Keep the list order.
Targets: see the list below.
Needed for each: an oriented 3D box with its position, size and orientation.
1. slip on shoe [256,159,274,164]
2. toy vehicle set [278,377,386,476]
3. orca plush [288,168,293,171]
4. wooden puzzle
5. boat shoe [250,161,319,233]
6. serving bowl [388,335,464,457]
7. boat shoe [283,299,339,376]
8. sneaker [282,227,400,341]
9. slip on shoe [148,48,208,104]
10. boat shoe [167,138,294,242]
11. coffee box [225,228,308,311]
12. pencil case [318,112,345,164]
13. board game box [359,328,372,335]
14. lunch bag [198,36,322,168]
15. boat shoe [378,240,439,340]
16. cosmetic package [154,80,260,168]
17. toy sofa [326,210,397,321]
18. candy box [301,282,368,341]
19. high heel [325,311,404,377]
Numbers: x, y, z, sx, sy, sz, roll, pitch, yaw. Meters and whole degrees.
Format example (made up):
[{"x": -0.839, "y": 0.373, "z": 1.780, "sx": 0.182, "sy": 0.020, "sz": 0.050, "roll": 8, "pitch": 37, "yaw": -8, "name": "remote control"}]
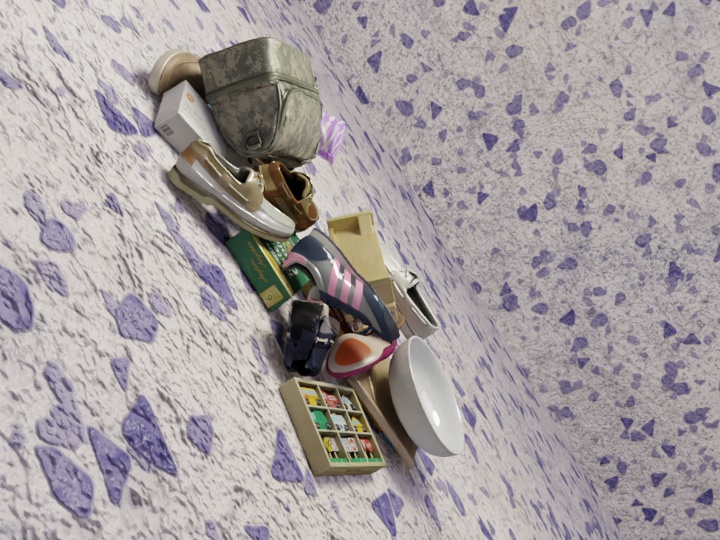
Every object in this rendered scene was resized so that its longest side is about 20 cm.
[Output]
[{"x": -0.183, "y": -0.239, "z": 1.418, "sx": 0.061, "sy": 0.075, "sz": 0.202, "roll": 85, "pitch": -11, "yaw": -65, "name": "slip on shoe"}, {"x": -0.034, "y": 0.215, "z": 1.112, "sx": 0.125, "sy": 0.026, "sz": 0.200, "roll": 64, "pitch": 14, "yaw": 21, "name": "toy vehicle set"}, {"x": -0.160, "y": -0.205, "z": 1.546, "sx": 0.104, "sy": 0.072, "sz": 0.201, "roll": 8, "pitch": 25, "yaw": -11, "name": "orca plush"}, {"x": 0.041, "y": 0.212, "z": 1.356, "sx": 0.186, "sy": 0.037, "sz": 0.200, "roll": 56, "pitch": 17, "yaw": -11, "name": "wooden puzzle"}, {"x": -0.106, "y": -0.113, "z": 1.254, "sx": 0.200, "sy": 0.073, "sz": 0.077, "roll": 25, "pitch": 45, "yaw": -66, "name": "boat shoe"}, {"x": 0.097, "y": 0.211, "z": 1.325, "sx": 0.201, "sy": 0.065, "sz": 0.201, "roll": 54, "pitch": 22, "yaw": -33, "name": "serving bowl"}, {"x": -0.074, "y": 0.105, "z": 1.151, "sx": 0.200, "sy": 0.074, "sz": 0.094, "roll": 68, "pitch": 31, "yaw": -75, "name": "boat shoe"}, {"x": -0.029, "y": 0.037, "z": 1.165, "sx": 0.200, "sy": 0.082, "sz": 0.070, "roll": 48, "pitch": -15, "yaw": 11, "name": "sneaker"}, {"x": -0.253, "y": -0.290, "z": 1.261, "sx": 0.060, "sy": 0.077, "sz": 0.200, "roll": 28, "pitch": 11, "yaw": 12, "name": "slip on shoe"}, {"x": -0.164, "y": -0.107, "z": 1.127, "sx": 0.199, "sy": 0.069, "sz": 0.075, "roll": 30, "pitch": 13, "yaw": -33, "name": "boat shoe"}, {"x": -0.128, "y": -0.019, "z": 1.240, "sx": 0.124, "sy": 0.044, "sz": 0.200, "roll": 58, "pitch": 14, "yaw": -4, "name": "coffee box"}, {"x": -0.125, "y": -0.267, "z": 1.508, "sx": 0.084, "sy": 0.198, "sz": 0.086, "roll": 98, "pitch": 15, "yaw": -49, "name": "pencil case"}, {"x": -0.005, "y": 0.068, "z": 1.498, "sx": 0.158, "sy": 0.039, "sz": 0.202, "roll": 43, "pitch": 35, "yaw": -31, "name": "board game box"}, {"x": -0.140, "y": -0.247, "z": 1.252, "sx": 0.200, "sy": 0.138, "sz": 0.170, "roll": -10, "pitch": 89, "yaw": -73, "name": "lunch bag"}, {"x": 0.075, "y": 0.026, "z": 1.434, "sx": 0.202, "sy": 0.065, "sz": 0.073, "roll": 60, "pitch": 28, "yaw": 1, "name": "boat shoe"}, {"x": -0.218, "y": -0.180, "z": 1.220, "sx": 0.200, "sy": 0.050, "sz": 0.083, "roll": 48, "pitch": 26, "yaw": -38, "name": "cosmetic package"}, {"x": 0.000, "y": 0.000, "z": 1.307, "sx": 0.201, "sy": 0.082, "sz": 0.098, "roll": -103, "pitch": -178, "yaw": -52, "name": "toy sofa"}, {"x": -0.011, "y": 0.046, "z": 1.405, "sx": 0.116, "sy": 0.055, "sz": 0.199, "roll": 61, "pitch": 29, "yaw": 4, "name": "candy box"}, {"x": 0.001, "y": 0.138, "z": 1.254, "sx": 0.067, "sy": 0.097, "sz": 0.199, "roll": 39, "pitch": 36, "yaw": 19, "name": "high heel"}]
